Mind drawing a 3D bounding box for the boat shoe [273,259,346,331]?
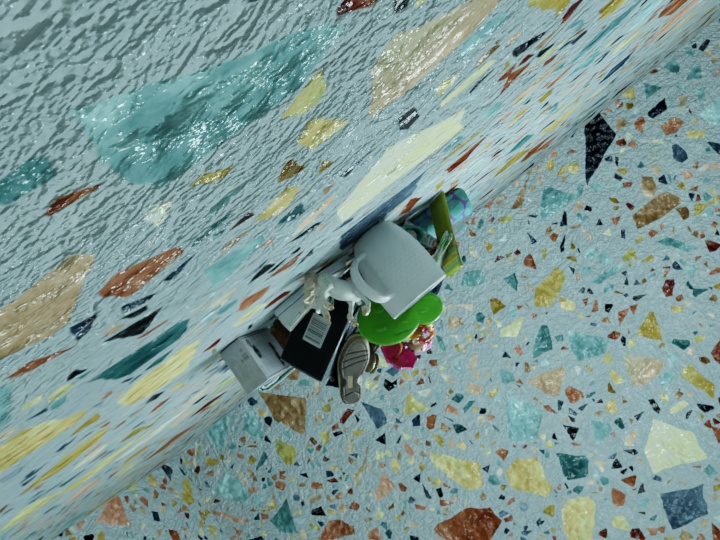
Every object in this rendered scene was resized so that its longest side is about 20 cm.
[{"bbox_3d":[-0.094,0.066,1.499,0.201,0.087,0.075,-39,174,14],"label":"boat shoe"}]

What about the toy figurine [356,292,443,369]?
[{"bbox_3d":[0.108,0.150,1.588,0.197,0.152,0.185,-14,139,8],"label":"toy figurine"}]

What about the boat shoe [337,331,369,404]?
[{"bbox_3d":[-0.026,0.218,1.617,0.073,0.075,0.205,1,124,-15],"label":"boat shoe"}]

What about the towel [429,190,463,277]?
[{"bbox_3d":[0.215,-0.090,1.718,0.018,0.203,0.086,-5,163,-21],"label":"towel"}]

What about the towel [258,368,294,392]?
[{"bbox_3d":[-0.213,0.222,1.831,0.199,0.048,0.171,-37,-154,-9],"label":"towel"}]

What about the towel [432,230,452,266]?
[{"bbox_3d":[0.168,0.015,1.647,0.201,0.023,0.154,-59,169,-45],"label":"towel"}]

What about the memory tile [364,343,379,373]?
[{"bbox_3d":[0.010,0.165,1.708,0.153,0.017,0.203,-28,-131,54],"label":"memory tile"}]

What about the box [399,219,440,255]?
[{"bbox_3d":[0.116,-0.049,1.789,0.035,0.109,0.200,-64,-171,-31],"label":"box"}]

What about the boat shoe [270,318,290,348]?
[{"bbox_3d":[-0.177,0.148,1.726,0.070,0.071,0.200,-35,174,-27],"label":"boat shoe"}]

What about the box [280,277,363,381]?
[{"bbox_3d":[-0.074,0.133,1.639,0.202,0.123,0.196,-66,167,9],"label":"box"}]

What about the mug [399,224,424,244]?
[{"bbox_3d":[0.070,-0.023,1.641,0.151,0.114,0.187,-33,-148,37],"label":"mug"}]

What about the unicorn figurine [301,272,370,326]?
[{"bbox_3d":[-0.034,0.051,1.412,0.074,0.138,0.199,-40,130,22],"label":"unicorn figurine"}]

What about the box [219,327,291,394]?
[{"bbox_3d":[-0.236,0.207,1.590,0.060,0.117,0.200,-38,176,10],"label":"box"}]

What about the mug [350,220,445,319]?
[{"bbox_3d":[0.058,-0.002,1.445,0.199,0.176,0.148,-31,169,-47],"label":"mug"}]

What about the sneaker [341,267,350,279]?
[{"bbox_3d":[0.000,0.000,1.752,0.200,0.078,0.079,-47,158,16],"label":"sneaker"}]

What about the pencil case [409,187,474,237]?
[{"bbox_3d":[0.209,-0.136,1.830,0.199,0.085,0.093,-35,160,-22],"label":"pencil case"}]
